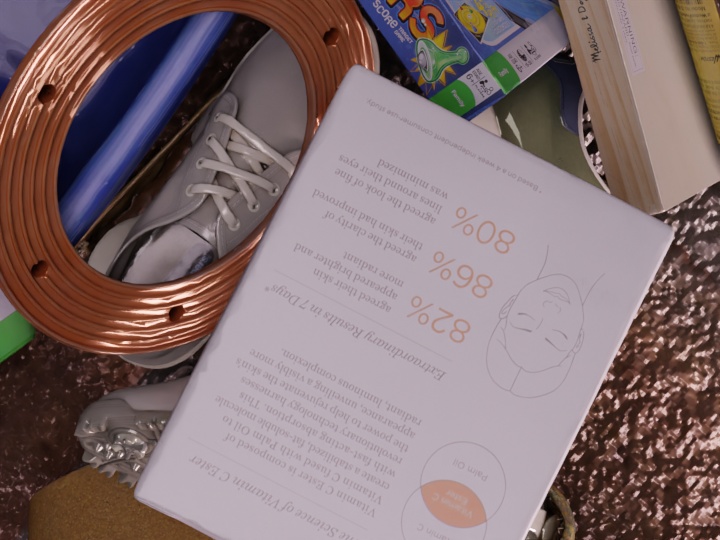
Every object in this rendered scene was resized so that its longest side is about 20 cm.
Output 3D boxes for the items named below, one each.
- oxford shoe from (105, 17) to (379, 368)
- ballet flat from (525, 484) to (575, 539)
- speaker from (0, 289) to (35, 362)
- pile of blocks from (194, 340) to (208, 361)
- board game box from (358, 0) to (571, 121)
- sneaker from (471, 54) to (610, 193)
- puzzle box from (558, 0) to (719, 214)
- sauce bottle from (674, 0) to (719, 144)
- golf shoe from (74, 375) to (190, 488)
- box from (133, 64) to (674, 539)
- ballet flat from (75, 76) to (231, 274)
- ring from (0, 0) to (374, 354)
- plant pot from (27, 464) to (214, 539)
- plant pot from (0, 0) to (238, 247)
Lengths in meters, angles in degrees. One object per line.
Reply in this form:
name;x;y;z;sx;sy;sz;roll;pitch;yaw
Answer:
oxford shoe;-0.056;-0.041;1.083;0.075;0.058;0.200;34;86;9
ballet flat;0.019;0.098;1.127;0.200;0.071;0.071;25;96;-15
speaker;-0.250;-0.026;1.140;0.088;0.088;0.200;-36;93;5
pile of blocks;0.000;0.000;1.127;0.200;0.062;0.082;-24;130;32
board game box;0.047;-0.152;1.060;0.034;0.200;0.135;-34;94;29
sneaker;0.100;-0.013;1.134;0.090;0.067;0.200;-17;105;-13
puzzle box;0.128;-0.131;1.092;0.025;0.133;0.200;-13;94;27
sauce bottle;0.201;-0.077;1.113;0.066;0.066;0.200;-17;109;4
golf shoe;-0.032;0.058;1.076;0.200;0.078;0.097;0;56;-4
box;0.015;0.040;0.971;0.152;0.106;0.200;28;85;-1
ballet flat;-0.079;-0.037;1.141;0.069;0.063;0.200;44;95;4
ring;-0.079;-0.054;0.996;0.019;0.200;0.201;37;98;42
plant pot;-0.087;0.191;1.122;0.186;0.186;0.200;-22;77;4
plant pot;-0.156;-0.141;1.077;0.200;0.180;0.200;34;97;-1
